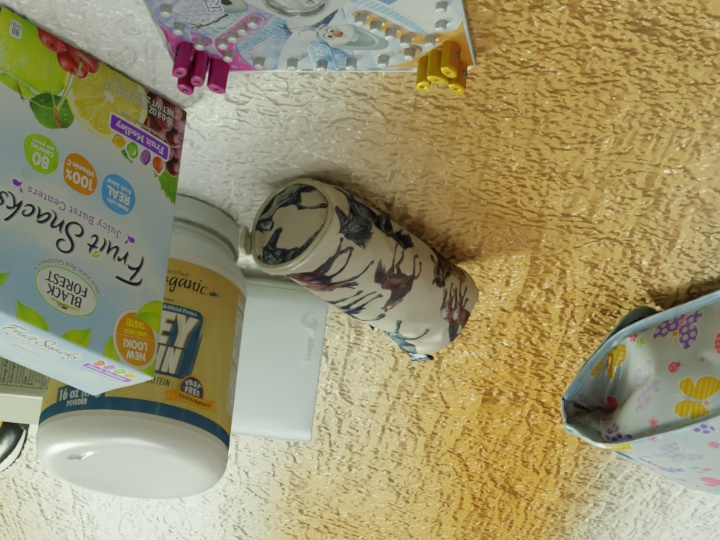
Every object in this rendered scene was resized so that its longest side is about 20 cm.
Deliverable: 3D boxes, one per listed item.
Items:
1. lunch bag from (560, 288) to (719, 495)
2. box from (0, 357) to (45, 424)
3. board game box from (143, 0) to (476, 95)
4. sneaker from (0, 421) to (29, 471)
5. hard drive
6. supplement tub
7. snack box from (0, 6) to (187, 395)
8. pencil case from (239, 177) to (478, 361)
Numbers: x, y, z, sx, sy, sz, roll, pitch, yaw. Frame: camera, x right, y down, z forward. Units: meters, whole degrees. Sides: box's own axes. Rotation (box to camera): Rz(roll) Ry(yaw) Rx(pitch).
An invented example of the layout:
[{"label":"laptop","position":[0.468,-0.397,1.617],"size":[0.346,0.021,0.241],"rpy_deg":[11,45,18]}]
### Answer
[{"label":"lunch bag","position":[0.279,0.100,1.624],"size":[0.199,0.128,0.169],"rpy_deg":[-25,145,33]},{"label":"box","position":[-0.212,0.085,1.733],"size":[0.198,0.096,0.078],"rpy_deg":[7,157,0]},{"label":"board game box","position":[-0.040,-0.163,1.222],"size":[0.198,0.026,0.200],"rpy_deg":[1,156,11]},{"label":"sneaker","position":[-0.397,0.157,1.959],"size":[0.090,0.070,0.199],"rpy_deg":[19,155,-36]},{"label":"hard drive","position":[-0.131,0.066,1.651],"size":[0.198,0.133,0.026],"rpy_deg":[7,-161,-3]},{"label":"supplement tub","position":[-0.161,0.057,1.525],"size":[0.143,0.201,0.145],"rpy_deg":[4,156,2]},{"label":"snack box","position":[-0.201,-0.042,1.314],"size":[0.067,0.201,0.168],"rpy_deg":[-16,149,40]},{"label":"pencil case","position":[0.000,0.000,1.513],"size":[0.089,0.078,0.200],"rpy_deg":[-32,141,24]}]
